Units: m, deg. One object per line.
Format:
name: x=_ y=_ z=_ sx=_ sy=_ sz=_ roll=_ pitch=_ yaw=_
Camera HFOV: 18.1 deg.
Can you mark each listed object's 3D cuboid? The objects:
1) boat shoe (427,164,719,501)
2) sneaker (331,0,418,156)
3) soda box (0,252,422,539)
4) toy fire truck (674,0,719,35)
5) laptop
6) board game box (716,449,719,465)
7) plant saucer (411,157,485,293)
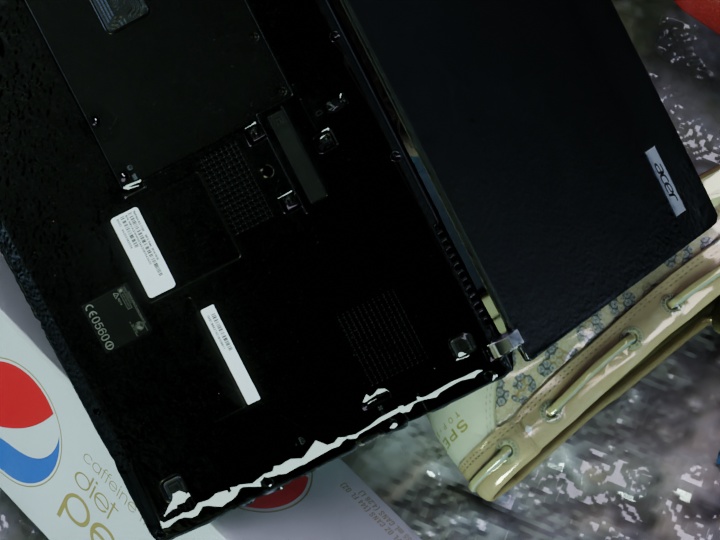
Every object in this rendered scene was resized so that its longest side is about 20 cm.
boat shoe: x=0.112 y=0.014 z=0.819 sx=0.199 sy=0.073 sz=0.063 roll=-28 pitch=72 yaw=-7
sneaker: x=-0.045 y=-0.111 z=0.763 sx=0.200 sy=0.076 sz=0.071 roll=39 pitch=77 yaw=-10
soda box: x=-0.073 y=0.059 z=0.765 sx=0.200 sy=0.064 sz=0.068 roll=44 pitch=39 yaw=18
toy fire truck: x=0.182 y=-0.170 z=0.901 sx=0.168 sy=0.112 sz=0.200 roll=37 pitch=64 yaw=19
laptop: x=-0.011 y=-0.043 z=0.723 sx=0.199 sy=0.103 sz=0.178 roll=-27 pitch=94 yaw=9
board game box: x=0.267 y=0.055 z=0.812 sx=0.196 sy=0.056 sz=0.200 roll=40 pitch=65 yaw=16
plant saucer: x=0.000 y=0.000 z=0.801 sx=0.070 sy=0.019 sz=0.200 roll=39 pitch=43 yaw=21
